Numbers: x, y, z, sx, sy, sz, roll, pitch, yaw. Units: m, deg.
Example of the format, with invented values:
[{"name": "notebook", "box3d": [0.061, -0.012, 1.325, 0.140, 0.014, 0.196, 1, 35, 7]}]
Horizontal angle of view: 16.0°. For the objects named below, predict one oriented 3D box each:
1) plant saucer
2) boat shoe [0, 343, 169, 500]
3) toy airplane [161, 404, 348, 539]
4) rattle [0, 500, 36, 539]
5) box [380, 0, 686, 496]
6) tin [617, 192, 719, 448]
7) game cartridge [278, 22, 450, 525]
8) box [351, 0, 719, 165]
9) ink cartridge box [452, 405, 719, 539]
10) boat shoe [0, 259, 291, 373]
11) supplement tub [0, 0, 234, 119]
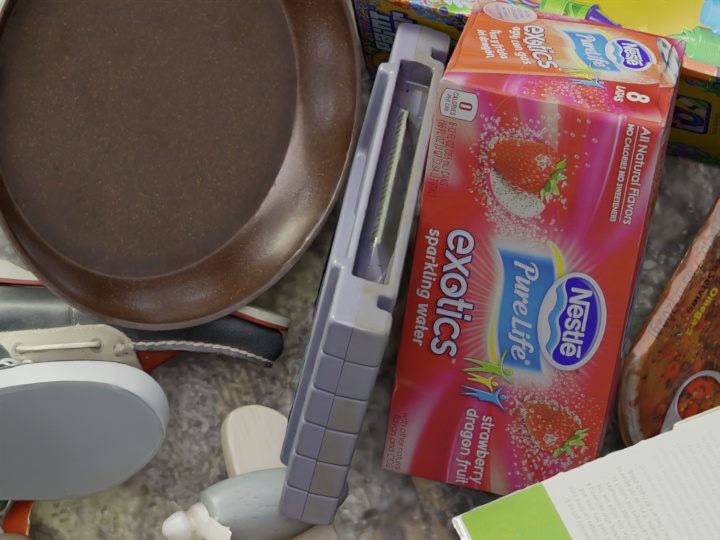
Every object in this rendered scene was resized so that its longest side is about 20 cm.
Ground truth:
[{"name": "plant saucer", "box3d": [-0.088, -0.075, 1.134, 0.034, 0.200, 0.201, 16, 72, 51]}, {"name": "boat shoe", "box3d": [-0.167, 0.067, 1.159, 0.198, 0.074, 0.068, -21, 34, 31]}, {"name": "toy airplane", "box3d": [-0.020, 0.185, 1.120, 0.199, 0.141, 0.200, 29, 78, 11]}, {"name": "rattle", "box3d": [-0.203, 0.150, 1.131, 0.142, 0.130, 0.201, 28, 78, -29]}, {"name": "box", "box3d": [0.075, -0.006, 1.133, 0.099, 0.096, 0.201, 12, 119, 6]}, {"name": "tin", "box3d": [0.194, 0.014, 1.167, 0.042, 0.112, 0.201, 33, 87, -33]}, {"name": "game cartridge", "box3d": [0.000, 0.000, 1.133, 0.038, 0.130, 0.201, 17, 43, -4]}, {"name": "box", "box3d": [0.115, -0.179, 1.217, 0.191, 0.122, 0.201, 14, 77, 9]}, {"name": "ink cartridge box", "box3d": [0.155, 0.138, 1.045, 0.199, 0.076, 0.148, -19, 54, -11]}, {"name": "boat shoe", "box3d": [-0.132, 0.032, 1.206, 0.198, 0.071, 0.063, 6, 82, 8]}, {"name": "supplement tub", "box3d": [-0.118, -0.141, 1.211, 0.144, 0.145, 0.201, 28, 79, 11]}]
